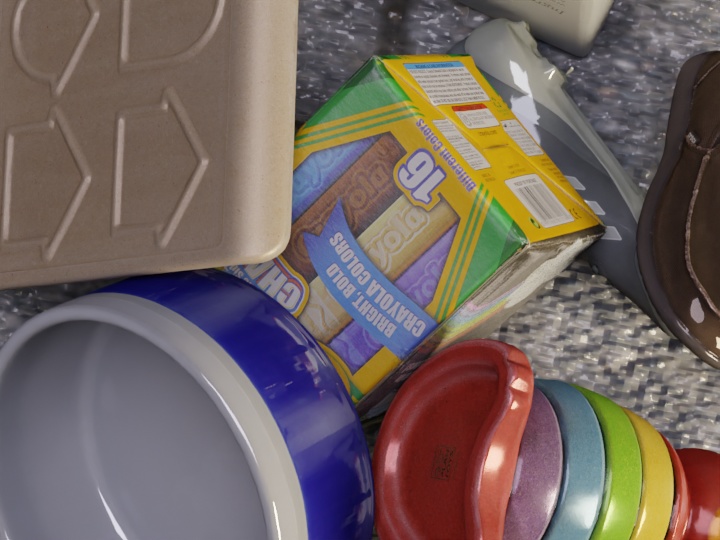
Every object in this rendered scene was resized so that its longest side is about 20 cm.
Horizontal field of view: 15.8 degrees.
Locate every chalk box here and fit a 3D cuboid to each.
[{"bbox_3d":[0.000,0.000,1.316,0.200,0.124,0.124,-42,78,21],"label":"chalk box"}]

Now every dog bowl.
[{"bbox_3d":[-0.092,0.102,1.279,0.079,0.200,0.200,-25,73,-47],"label":"dog bowl"}]

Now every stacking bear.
[{"bbox_3d":[0.115,0.113,1.288,0.199,0.114,0.122,15,84,-30],"label":"stacking bear"}]

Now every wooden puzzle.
[{"bbox_3d":[-0.117,-0.085,1.297,0.199,0.046,0.186,-5,77,28],"label":"wooden puzzle"}]

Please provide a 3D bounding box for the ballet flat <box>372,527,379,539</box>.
[{"bbox_3d":[0.038,0.164,1.324,0.199,0.067,0.067,15,80,6],"label":"ballet flat"}]

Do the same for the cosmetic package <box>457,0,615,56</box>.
[{"bbox_3d":[0.081,-0.238,1.340,0.164,0.200,0.165,25,80,7],"label":"cosmetic package"}]

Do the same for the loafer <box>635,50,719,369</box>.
[{"bbox_3d":[0.191,-0.043,1.320,0.073,0.071,0.201,32,49,-30],"label":"loafer"}]

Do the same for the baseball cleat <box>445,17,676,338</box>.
[{"bbox_3d":[0.100,-0.033,1.374,0.106,0.070,0.200,-35,76,11],"label":"baseball cleat"}]
